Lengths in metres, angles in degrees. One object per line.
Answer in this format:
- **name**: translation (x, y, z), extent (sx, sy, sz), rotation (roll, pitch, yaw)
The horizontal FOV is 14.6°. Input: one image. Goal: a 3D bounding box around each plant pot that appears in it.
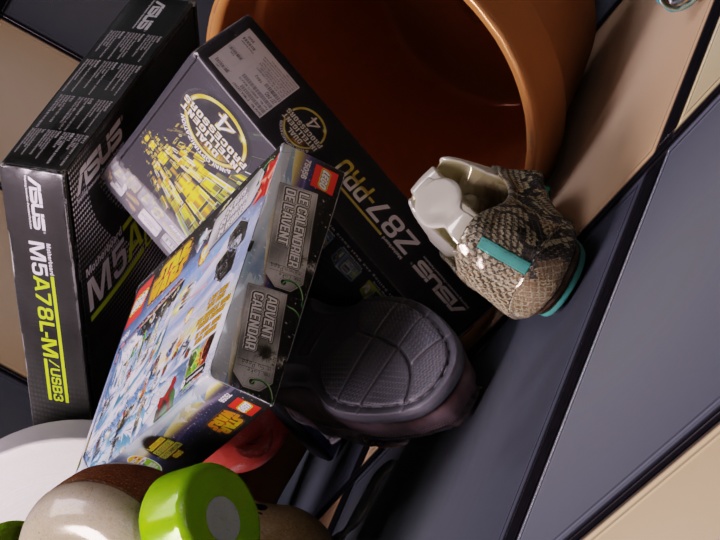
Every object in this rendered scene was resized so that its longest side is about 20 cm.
- **plant pot**: translation (0.036, -0.119, 1.510), extent (0.140, 0.200, 0.200), rotation (-45, -8, -47)

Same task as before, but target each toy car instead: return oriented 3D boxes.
- **toy car**: translation (-0.067, 0.143, 1.388), extent (0.164, 0.158, 0.200), rotation (-19, 10, 38)

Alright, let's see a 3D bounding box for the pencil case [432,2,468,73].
- **pencil case**: translation (0.092, -0.174, 1.671), extent (0.200, 0.083, 0.091), rotation (-75, -21, -60)

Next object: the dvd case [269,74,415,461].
- **dvd case**: translation (0.000, 0.000, 1.640), extent (0.200, 0.018, 0.143), rotation (-63, -26, -13)

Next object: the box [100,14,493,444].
- **box**: translation (-0.036, -0.019, 1.487), extent (0.049, 0.200, 0.161), rotation (-40, -2, -30)

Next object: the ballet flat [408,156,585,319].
- **ballet flat**: translation (0.059, -0.023, 1.346), extent (0.068, 0.075, 0.200), rotation (-60, 6, 5)

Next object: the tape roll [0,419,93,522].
- **tape roll**: translation (-0.158, 0.185, 1.587), extent (0.203, 0.203, 0.037), rotation (-60, 7, 13)

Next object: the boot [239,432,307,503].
- **boot**: translation (-0.113, 0.106, 1.704), extent (0.068, 0.188, 0.200), rotation (-26, 32, 45)

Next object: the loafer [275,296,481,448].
- **loafer**: translation (0.003, 0.055, 1.421), extent (0.200, 0.063, 0.072), rotation (9, 59, 55)

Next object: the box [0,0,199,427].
- **box**: translation (-0.142, -0.031, 1.636), extent (0.200, 0.048, 0.193), rotation (-59, -25, -51)

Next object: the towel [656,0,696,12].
- **towel**: translation (0.191, -0.218, 1.390), extent (0.147, 0.022, 0.200), rotation (-57, 8, 25)

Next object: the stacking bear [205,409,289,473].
- **stacking bear**: translation (-0.054, 0.041, 1.707), extent (0.200, 0.121, 0.114), rotation (-59, -34, -44)

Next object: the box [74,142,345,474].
- **box**: translation (-0.081, 0.036, 1.424), extent (0.200, 0.040, 0.137), rotation (-40, 29, 57)
